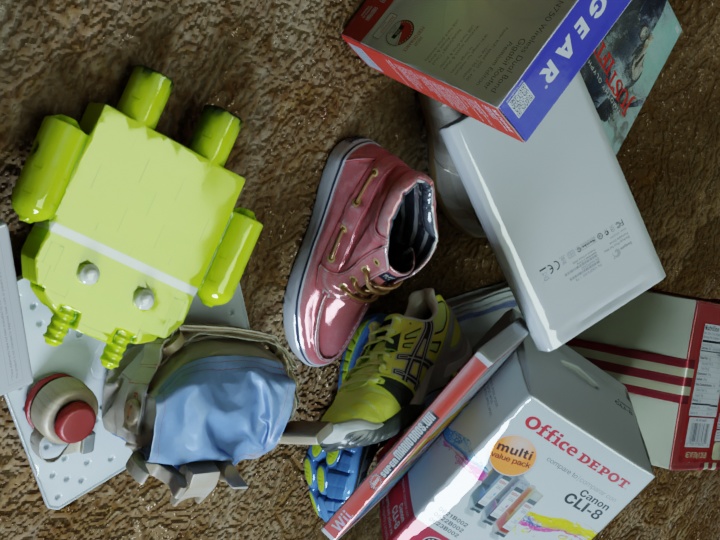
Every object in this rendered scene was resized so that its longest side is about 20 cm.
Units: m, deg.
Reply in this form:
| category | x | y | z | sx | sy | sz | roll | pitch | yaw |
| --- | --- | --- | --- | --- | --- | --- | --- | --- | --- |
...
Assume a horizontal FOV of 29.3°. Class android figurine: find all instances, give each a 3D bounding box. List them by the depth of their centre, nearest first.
| category | x | y | z | sx | sy | sz | roll | pitch | yaw |
| --- | --- | --- | --- | --- | --- | --- | --- | --- | --- |
| android figurine | -0.156 | -0.033 | 0.956 | 0.182 | 0.041 | 0.201 | 29 | 80 | -34 |

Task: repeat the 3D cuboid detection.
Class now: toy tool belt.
| category | x | y | z | sx | sy | sz | roll | pitch | yaw |
| --- | --- | --- | --- | --- | --- | --- | --- | --- | --- |
| toy tool belt | -0.127 | 0.107 | 0.999 | 0.199 | 0.123 | 0.126 | -7 | 118 | -40 |

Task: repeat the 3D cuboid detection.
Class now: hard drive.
| category | x | y | z | sx | sy | sz | roll | pitch | yaw |
| --- | --- | --- | --- | --- | --- | --- | --- | --- | --- |
| hard drive | 0.160 | -0.054 | 1.128 | 0.132 | 0.026 | 0.201 | -30 | 102 | -21 |

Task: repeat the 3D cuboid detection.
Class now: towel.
| category | x | y | z | sx | sy | sz | roll | pitch | yaw |
| --- | --- | --- | --- | --- | --- | --- | --- | --- | --- |
| towel | 0.092 | 0.112 | 1.312 | 0.146 | 0.024 | 0.201 | -14 | 122 | -36 |

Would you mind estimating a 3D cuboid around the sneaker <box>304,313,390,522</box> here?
| category | x | y | z | sx | sy | sz | roll | pitch | yaw |
| --- | --- | --- | --- | --- | --- | --- | --- | --- | --- |
| sneaker | 0.010 | 0.137 | 1.216 | 0.082 | 0.071 | 0.201 | 11 | 103 | -39 |

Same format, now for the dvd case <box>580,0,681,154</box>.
| category | x | y | z | sx | sy | sz | roll | pitch | yaw |
| --- | --- | --- | --- | --- | --- | --- | --- | --- | --- |
| dvd case | 0.213 | -0.183 | 1.216 | 0.201 | 0.022 | 0.146 | -58 | 135 | -17 |

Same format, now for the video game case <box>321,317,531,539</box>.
| category | x | y | z | sx | sy | sz | roll | pitch | yaw |
| --- | --- | --- | --- | --- | --- | --- | --- | --- | --- |
| video game case | 0.056 | 0.126 | 1.115 | 0.200 | 0.017 | 0.143 | -51 | 170 | 19 |

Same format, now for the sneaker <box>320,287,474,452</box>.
| category | x | y | z | sx | sy | sz | roll | pitch | yaw |
| --- | --- | --- | --- | --- | --- | --- | --- | --- | --- |
| sneaker | 0.018 | 0.081 | 1.114 | 0.200 | 0.075 | 0.077 | -39 | 110 | -53 |

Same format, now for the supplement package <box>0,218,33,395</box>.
| category | x | y | z | sx | sy | sz | roll | pitch | yaw |
| --- | --- | --- | --- | --- | --- | --- | --- | --- | --- |
| supplement package | -0.317 | 0.030 | 0.821 | 0.199 | 0.120 | 0.122 | -23 | 128 | -32 |

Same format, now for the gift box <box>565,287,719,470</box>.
| category | x | y | z | sx | sy | sz | roll | pitch | yaw |
| --- | --- | --- | --- | --- | --- | --- | --- | --- | --- |
| gift box | 0.266 | 0.110 | 1.345 | 0.184 | 0.186 | 0.201 | 15 | 88 | -48 |

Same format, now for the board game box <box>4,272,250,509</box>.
| category | x | y | z | sx | sy | sz | roll | pitch | yaw |
| --- | --- | --- | --- | --- | --- | --- | --- | --- | --- |
| board game box | -0.177 | 0.053 | 1.031 | 0.199 | 0.026 | 0.201 | -31 | 130 | -27 |

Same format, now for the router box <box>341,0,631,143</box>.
| category | x | y | z | sx | sy | sz | roll | pitch | yaw |
| --- | --- | --- | --- | --- | --- | --- | --- | --- | --- |
| router box | 0.109 | -0.215 | 1.025 | 0.200 | 0.179 | 0.049 | -54 | 137 | -5 |

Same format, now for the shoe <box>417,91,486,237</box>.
| category | x | y | z | sx | sy | sz | roll | pitch | yaw |
| --- | --- | --- | --- | --- | --- | --- | --- | --- | --- |
| shoe | 0.094 | -0.099 | 1.169 | 0.070 | 0.053 | 0.201 | -39 | 134 | -19 |

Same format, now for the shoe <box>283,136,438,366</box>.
| category | x | y | z | sx | sy | sz | roll | pitch | yaw |
| --- | --- | --- | --- | --- | --- | --- | --- | --- | --- |
| shoe | 0.000 | 0.000 | 1.113 | 0.071 | 0.091 | 0.201 | -3 | 115 | -41 |

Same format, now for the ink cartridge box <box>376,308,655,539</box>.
| category | x | y | z | sx | sy | sz | roll | pitch | yaw |
| --- | --- | --- | --- | --- | --- | --- | --- | --- | --- |
| ink cartridge box | 0.132 | 0.169 | 1.214 | 0.145 | 0.145 | 0.200 | 32 | 112 | -17 |
